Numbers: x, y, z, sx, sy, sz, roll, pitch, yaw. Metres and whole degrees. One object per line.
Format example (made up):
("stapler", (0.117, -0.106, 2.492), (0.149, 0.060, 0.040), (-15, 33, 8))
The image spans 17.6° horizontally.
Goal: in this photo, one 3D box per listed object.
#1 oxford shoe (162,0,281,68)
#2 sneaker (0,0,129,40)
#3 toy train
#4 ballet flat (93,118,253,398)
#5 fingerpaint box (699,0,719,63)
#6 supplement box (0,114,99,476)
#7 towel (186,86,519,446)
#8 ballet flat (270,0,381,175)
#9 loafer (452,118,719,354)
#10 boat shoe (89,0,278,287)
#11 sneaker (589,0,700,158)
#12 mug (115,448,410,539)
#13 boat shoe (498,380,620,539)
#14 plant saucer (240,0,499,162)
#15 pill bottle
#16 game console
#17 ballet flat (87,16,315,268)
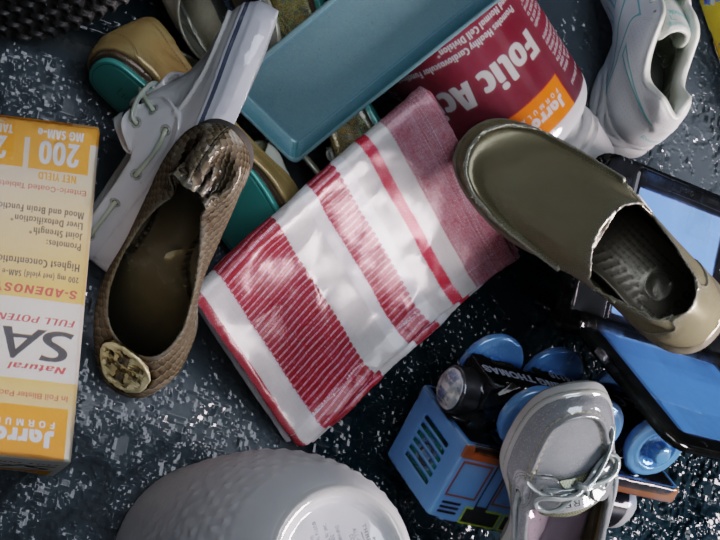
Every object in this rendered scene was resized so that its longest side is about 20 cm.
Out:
("oxford shoe", (-0.112, -0.210, 1.458), (0.075, 0.058, 0.201), (-29, 87, 12))
("sneaker", (-0.162, -0.215, 1.420), (0.070, 0.199, 0.094), (52, 18, -55))
("toy train", (0.120, 0.113, 1.507), (0.199, 0.087, 0.115), (15, 115, -34))
("ballet flat", (-0.115, -0.001, 1.368), (0.067, 0.200, 0.046), (30, 32, 4))
("fingerpaint box", (0.331, -0.213, 1.700), (0.166, 0.073, 0.201), (-16, 88, -29))
("supplement box", (-0.224, 0.012, 1.353), (0.125, 0.074, 0.201), (6, 77, -15))
("towel", (0.000, 0.000, 1.460), (0.200, 0.023, 0.144), (-42, 124, -14))
("ballet flat", (-0.028, -0.120, 1.504), (0.071, 0.071, 0.201), (-25, 90, -29))
("loafer", (0.143, -0.029, 1.425), (0.200, 0.068, 0.076), (36, 84, 10))
("boat shoe", (-0.116, -0.079, 1.389), (0.067, 0.074, 0.201), (26, 110, -5))
("sneaker", (0.204, -0.183, 1.625), (0.070, 0.080, 0.201), (4, 77, -25))
("mug", (-0.045, 0.202, 1.362), (0.147, 0.175, 0.201), (-5, 82, -28))
("boat shoe", (0.125, 0.153, 1.440), (0.074, 0.203, 0.065), (-7, 41, -20))
("plant saucer", (0.008, -0.148, 1.425), (0.070, 0.200, 0.019), (43, 24, -21))
("pill bottle", (0.076, -0.129, 1.510), (0.114, 0.114, 0.200), (-50, 119, -26))
("game console", (0.228, 0.032, 1.531), (0.200, 0.116, 0.177), (17, 86, -51))
("ballet flat", (-0.086, -0.079, 1.462), (0.200, 0.069, 0.063), (50, 47, -12))
